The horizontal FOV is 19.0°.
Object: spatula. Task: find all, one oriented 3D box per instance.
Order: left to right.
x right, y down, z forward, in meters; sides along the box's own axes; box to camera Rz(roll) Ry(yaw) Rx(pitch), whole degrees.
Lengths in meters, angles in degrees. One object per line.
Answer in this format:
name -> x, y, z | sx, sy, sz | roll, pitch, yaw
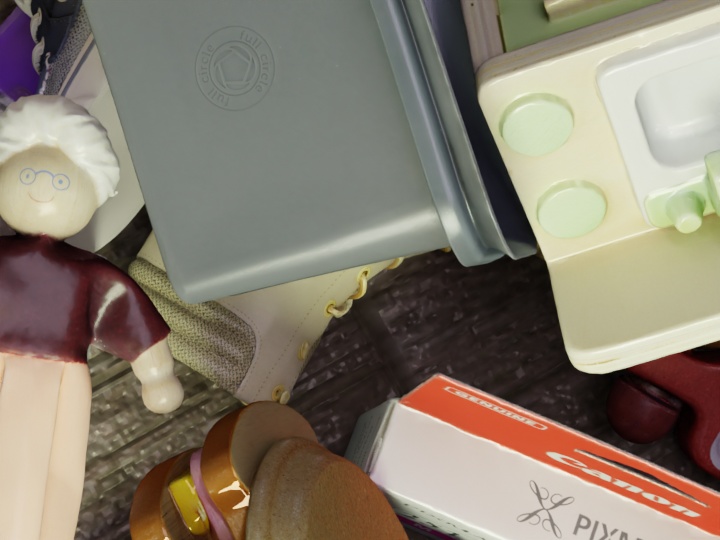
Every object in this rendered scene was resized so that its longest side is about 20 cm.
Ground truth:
spatula -> -0.179, -0.043, 0.953 | 0.056, 0.021, 0.200 | 39, 79, -1

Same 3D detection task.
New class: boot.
boot -> -0.119, -0.107, 0.945 | 0.090, 0.073, 0.201 | 18, 77, 29
boot -> 0.000, 0.000, 0.950 | 0.199, 0.073, 0.156 | 26, 85, -15

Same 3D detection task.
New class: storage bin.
storage bin -> -0.024, -0.083, 0.853 | 0.133, 0.146, 0.202 | -17, 89, 11

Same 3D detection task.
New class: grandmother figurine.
grandmother figurine -> -0.126, 0.032, 0.822 | 0.120, 0.061, 0.202 | 8, 83, -19

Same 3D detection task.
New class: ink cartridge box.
ink cartridge box -> 0.096, 0.108, 0.896 | 0.199, 0.174, 0.044 | 23, 79, -5

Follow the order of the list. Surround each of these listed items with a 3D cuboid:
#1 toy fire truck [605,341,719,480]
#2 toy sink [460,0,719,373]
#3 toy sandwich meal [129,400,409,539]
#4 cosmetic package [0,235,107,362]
toy fire truck -> 0.194, 0.021, 0.957 | 0.199, 0.112, 0.169 | 28, 97, -14
toy sink -> 0.116, -0.080, 0.854 | 0.129, 0.112, 0.201 | -17, 43, 12
toy sandwich meal -> -0.022, 0.152, 0.821 | 0.070, 0.205, 0.207 | -17, 84, 16
cosmetic package -> -0.162, 0.090, 0.892 | 0.080, 0.113, 0.202 | 9, 82, -7
